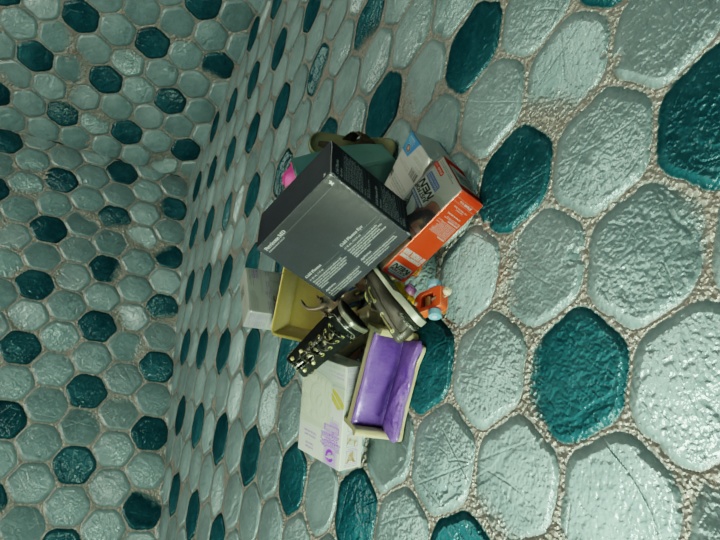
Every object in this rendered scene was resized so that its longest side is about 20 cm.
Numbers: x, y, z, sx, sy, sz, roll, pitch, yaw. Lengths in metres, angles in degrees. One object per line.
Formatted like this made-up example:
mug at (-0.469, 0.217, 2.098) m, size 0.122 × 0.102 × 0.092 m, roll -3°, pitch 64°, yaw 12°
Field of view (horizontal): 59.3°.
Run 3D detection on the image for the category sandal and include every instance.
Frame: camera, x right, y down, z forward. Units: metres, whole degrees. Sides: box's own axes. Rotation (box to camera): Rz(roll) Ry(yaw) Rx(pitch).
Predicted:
sandal at (-0.019, -0.270, 1.383) m, size 0.058 × 0.196 × 0.081 m, roll 90°, pitch -173°, yaw -68°

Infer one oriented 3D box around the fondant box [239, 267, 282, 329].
fondant box at (-0.188, 0.077, 1.534) m, size 0.146 × 0.196 × 0.059 m, roll -105°, pitch 33°, yaw -44°

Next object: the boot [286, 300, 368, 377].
boot at (-0.064, 0.132, 1.162) m, size 0.153 × 0.074 × 0.204 m, roll -43°, pitch -1°, yaw -5°

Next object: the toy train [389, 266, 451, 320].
toy train at (0.112, 0.016, 1.138) m, size 0.149 × 0.055 × 0.203 m, roll -30°, pitch 44°, yaw 36°

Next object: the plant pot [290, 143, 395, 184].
plant pot at (-0.023, -0.176, 1.314) m, size 0.142 × 0.197 × 0.143 m, roll -119°, pitch 11°, yaw -55°

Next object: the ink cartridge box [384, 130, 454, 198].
ink cartridge box at (0.096, -0.147, 1.219) m, size 0.202 × 0.067 × 0.117 m, roll -62°, pitch 29°, yaw 28°

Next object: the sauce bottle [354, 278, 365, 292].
sauce bottle at (0.000, 0.000, 1.262) m, size 0.199 × 0.064 × 0.066 m, roll 34°, pitch 110°, yaw 39°

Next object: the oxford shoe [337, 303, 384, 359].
oxford shoe at (-0.005, 0.117, 1.290) m, size 0.201 × 0.074 × 0.071 m, roll -52°, pitch 37°, yaw 31°

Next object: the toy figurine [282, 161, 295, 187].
toy figurine at (-0.103, -0.186, 1.518) m, size 0.150 × 0.181 × 0.204 m, roll 10°, pitch 88°, yaw 64°

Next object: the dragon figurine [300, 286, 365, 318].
dragon figurine at (-0.040, 0.060, 1.347) m, size 0.198 × 0.099 × 0.060 m, roll -18°, pitch 95°, yaw 49°

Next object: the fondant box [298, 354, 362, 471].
fondant box at (-0.057, 0.273, 1.258) m, size 0.143 × 0.057 × 0.205 m, roll 9°, pitch 96°, yaw 50°

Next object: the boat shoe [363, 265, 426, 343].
boat shoe at (0.039, 0.047, 1.094) m, size 0.061 × 0.072 × 0.202 m, roll -45°, pitch 39°, yaw 5°

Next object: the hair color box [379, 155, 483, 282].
hair color box at (0.109, -0.089, 1.113) m, size 0.200 × 0.063 × 0.112 m, roll -46°, pitch 37°, yaw 22°

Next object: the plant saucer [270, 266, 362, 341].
plant saucer at (-0.088, 0.066, 1.426) m, size 0.048 × 0.196 × 0.204 m, roll 24°, pitch -103°, yaw -73°

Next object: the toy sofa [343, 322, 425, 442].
toy sofa at (0.042, 0.205, 1.154) m, size 0.097 × 0.081 × 0.204 m, roll 24°, pitch 100°, yaw 65°

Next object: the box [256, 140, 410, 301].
box at (-0.047, -0.079, 1.086) m, size 0.199 × 0.181 × 0.105 m, roll -40°, pitch 31°, yaw 26°
